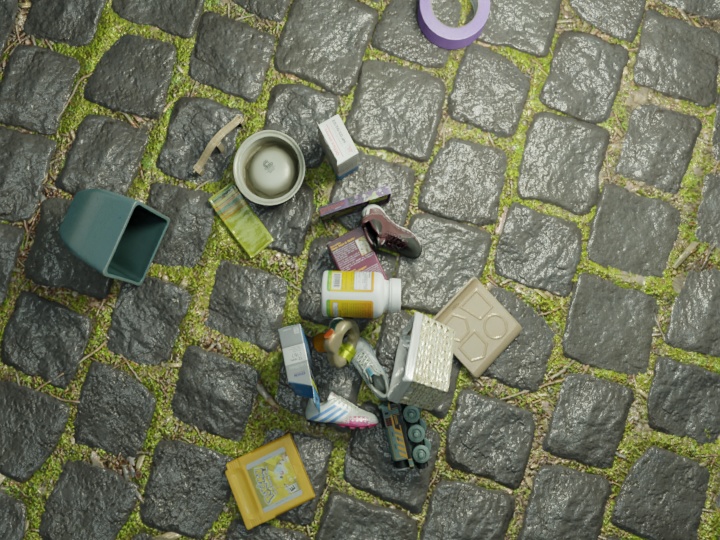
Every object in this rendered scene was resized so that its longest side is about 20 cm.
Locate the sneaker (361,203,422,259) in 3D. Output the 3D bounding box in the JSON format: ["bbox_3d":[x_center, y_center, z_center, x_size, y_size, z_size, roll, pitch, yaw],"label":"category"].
[{"bbox_3d":[0.073,-0.076,1.685,0.198,0.116,0.076,37,123,-10],"label":"sneaker"}]

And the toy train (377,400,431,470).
[{"bbox_3d":[0.116,0.419,1.675,0.111,0.085,0.206,-13,94,12],"label":"toy train"}]

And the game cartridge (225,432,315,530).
[{"bbox_3d":[-0.239,0.551,1.687,0.196,0.032,0.180,-24,85,-3],"label":"game cartridge"}]

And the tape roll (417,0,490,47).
[{"bbox_3d":[0.257,-0.724,1.786,0.194,0.066,0.207,0,85,1],"label":"tape roll"}]

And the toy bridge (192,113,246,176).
[{"bbox_3d":[-0.387,-0.341,1.748,0.027,0.067,0.201,39,85,3],"label":"toy bridge"}]

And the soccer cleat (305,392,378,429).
[{"bbox_3d":[-0.047,0.365,1.685,0.193,0.070,0.089,3,85,0],"label":"soccer cleat"}]

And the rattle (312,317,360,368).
[{"bbox_3d":[-0.087,0.155,1.617,0.142,0.199,0.132,37,93,29],"label":"rattle"}]

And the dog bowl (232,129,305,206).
[{"bbox_3d":[-0.240,-0.269,1.739,0.194,0.074,0.207,0,85,0],"label":"dog bowl"}]

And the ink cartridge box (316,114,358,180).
[{"bbox_3d":[-0.058,-0.324,1.681,0.067,0.200,0.117,-28,86,-3],"label":"ink cartridge box"}]

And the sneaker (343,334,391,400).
[{"bbox_3d":[0.022,0.250,1.689,0.074,0.087,0.201,-38,85,-1],"label":"sneaker"}]

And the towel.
[{"bbox_3d":[-0.325,-0.136,1.755,0.085,0.018,0.202,-37,86,-2],"label":"towel"}]

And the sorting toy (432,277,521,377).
[{"bbox_3d":[0.306,0.152,1.727,0.185,0.036,0.200,-44,91,-4],"label":"sorting toy"}]

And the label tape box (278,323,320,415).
[{"bbox_3d":[-0.152,0.258,1.631,0.064,0.144,0.205,-12,67,-2],"label":"label tape box"}]

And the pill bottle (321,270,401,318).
[{"bbox_3d":[0.003,0.060,1.606,0.193,0.111,0.115,2,85,2],"label":"pill bottle"}]

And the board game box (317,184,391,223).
[{"bbox_3d":[-0.015,-0.174,1.709,0.195,0.120,0.033,-18,82,-3],"label":"board game box"}]

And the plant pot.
[{"bbox_3d":[-0.651,-0.103,1.672,0.196,0.196,0.201,23,85,12],"label":"plant pot"}]

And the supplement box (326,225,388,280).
[{"bbox_3d":[0.000,0.000,1.710,0.108,0.086,0.204,-26,86,-2],"label":"supplement box"}]

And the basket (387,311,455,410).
[{"bbox_3d":[0.157,0.235,1.632,0.120,0.137,0.204,20,53,-6],"label":"basket"}]
